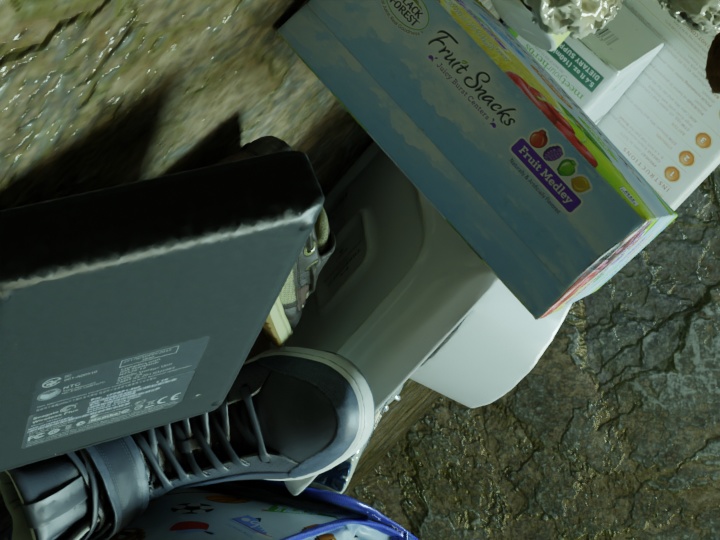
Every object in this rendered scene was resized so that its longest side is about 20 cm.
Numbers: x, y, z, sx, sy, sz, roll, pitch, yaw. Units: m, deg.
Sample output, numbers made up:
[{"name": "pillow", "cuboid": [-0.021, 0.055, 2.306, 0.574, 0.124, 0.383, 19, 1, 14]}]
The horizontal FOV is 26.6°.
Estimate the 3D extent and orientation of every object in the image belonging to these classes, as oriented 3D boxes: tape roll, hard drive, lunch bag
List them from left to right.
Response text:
[{"name": "hard drive", "cuboid": [-0.105, 0.025, 0.647, 0.139, 0.033, 0.200, -14, 158, -24]}, {"name": "lunch bag", "cuboid": [-0.079, 0.183, 0.909, 0.170, 0.124, 0.200, 4, -172, 38]}, {"name": "tape roll", "cuboid": [0.098, 0.003, 1.195, 0.203, 0.071, 0.203, -56, -162, 28]}]

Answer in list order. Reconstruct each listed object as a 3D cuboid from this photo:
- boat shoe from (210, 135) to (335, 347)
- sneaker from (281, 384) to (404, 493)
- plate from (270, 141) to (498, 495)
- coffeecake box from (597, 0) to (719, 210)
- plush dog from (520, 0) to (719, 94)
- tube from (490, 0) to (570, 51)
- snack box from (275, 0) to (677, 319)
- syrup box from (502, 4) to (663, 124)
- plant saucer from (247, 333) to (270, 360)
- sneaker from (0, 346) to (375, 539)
[{"name": "boat shoe", "cuboid": [-0.044, -0.013, 0.773, 0.065, 0.073, 0.200, -39, 170, -6]}, {"name": "sneaker", "cuboid": [-0.007, 0.086, 1.010, 0.200, 0.077, 0.085, -60, 161, 21]}, {"name": "plate", "cuboid": [0.000, 0.000, 0.894, 0.200, 0.032, 0.200, -50, -153, 26]}, {"name": "coffeecake box", "cuboid": [0.181, -0.116, 1.055, 0.073, 0.154, 0.200, -34, 166, -49]}, {"name": "plush dog", "cuboid": [0.166, -0.165, 0.701, 0.160, 0.172, 0.200, -45, 170, -3]}, {"name": "tube", "cuboid": [0.155, -0.213, 0.863, 0.200, 0.052, 0.058, -48, -147, -4]}, {"name": "snack box", "cuboid": [0.064, -0.065, 0.714, 0.068, 0.169, 0.200, -43, 172, 12]}, {"name": "syrup box", "cuboid": [0.102, -0.099, 1.016, 0.081, 0.079, 0.200, -34, 167, -50]}, {"name": "plant saucer", "cuboid": [-0.043, 0.088, 1.084, 0.200, 0.032, 0.200, -41, 156, -23]}, {"name": "sneaker", "cuboid": [-0.103, 0.100, 0.805, 0.202, 0.077, 0.146, -12, -173, 33]}]
